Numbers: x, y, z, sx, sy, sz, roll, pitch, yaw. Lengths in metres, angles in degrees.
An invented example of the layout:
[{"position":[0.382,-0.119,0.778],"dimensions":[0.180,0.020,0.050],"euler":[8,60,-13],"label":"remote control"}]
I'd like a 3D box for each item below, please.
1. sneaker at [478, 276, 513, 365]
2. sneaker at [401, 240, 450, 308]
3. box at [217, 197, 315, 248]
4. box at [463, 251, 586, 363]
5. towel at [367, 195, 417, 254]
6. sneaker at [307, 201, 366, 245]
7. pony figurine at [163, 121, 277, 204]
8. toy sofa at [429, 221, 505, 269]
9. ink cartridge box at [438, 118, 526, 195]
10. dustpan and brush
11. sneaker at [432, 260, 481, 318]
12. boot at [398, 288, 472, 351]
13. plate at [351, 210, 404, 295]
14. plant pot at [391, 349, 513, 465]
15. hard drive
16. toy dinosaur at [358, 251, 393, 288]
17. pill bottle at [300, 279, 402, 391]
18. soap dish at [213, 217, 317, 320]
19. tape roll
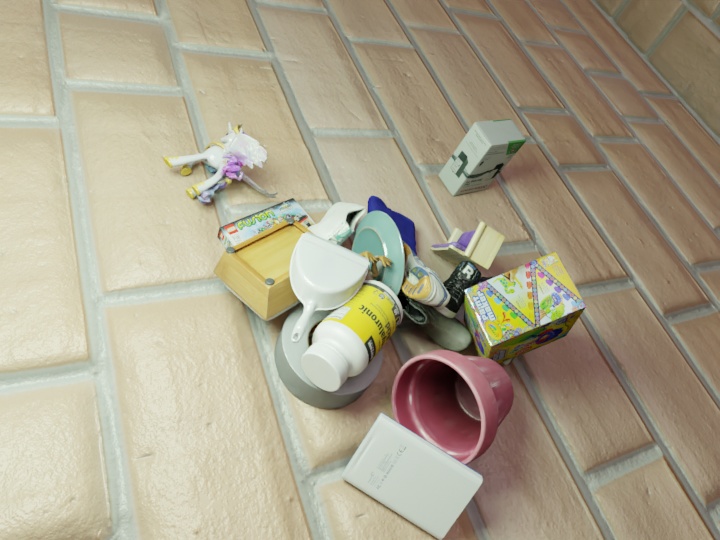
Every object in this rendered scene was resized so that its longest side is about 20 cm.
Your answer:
[{"position":[0.301,0.105,1.269],"dimensions":[0.145,0.077,0.204],"euler":[22,56,3],"label":"sneaker"},{"position":[0.110,0.013,1.129],"dimensions":[0.088,0.076,0.201],"euler":[29,18,-31],"label":"sneaker"},{"position":[-0.190,-0.077,1.191],"dimensions":[0.199,0.035,0.110],"euler":[-30,71,-39],"label":"box"},{"position":[0.316,0.086,1.124],"dimensions":[0.191,0.200,0.123],"euler":[-22,67,1],"label":"box"},{"position":[0.066,-0.061,1.277],"dimensions":[0.147,0.049,0.202],"euler":[30,42,-29],"label":"towel"},{"position":[-0.060,-0.075,1.189],"dimensions":[0.201,0.088,0.076],"euler":[-56,128,-27],"label":"sneaker"},{"position":[-0.285,-0.226,1.201],"dimensions":[0.199,0.167,0.193],"euler":[-39,68,-25],"label":"pony figurine"},{"position":[0.237,-0.061,1.276],"dimensions":[0.097,0.200,0.083],"euler":[31,87,-6],"label":"toy sofa"},{"position":[0.323,-0.301,1.507],"dimensions":[0.145,0.200,0.084],"euler":[-16,65,-33],"label":"ink cartridge box"},{"position":[-0.075,0.037,0.965],"dimensions":[0.138,0.058,0.201],"euler":[23,44,-1],"label":"dustpan and brush"},{"position":[0.202,0.030,1.189],"dimensions":[0.073,0.113,0.200],"euler":[36,12,10],"label":"sneaker"},{"position":[0.136,0.103,1.149],"dimensions":[0.199,0.068,0.131],"euler":[37,8,13],"label":"boot"},{"position":[0.023,-0.020,1.138],"dimensions":[0.025,0.201,0.202],"euler":[-1,55,-31],"label":"plate"},{"position":[0.187,0.240,1.039],"dimensions":[0.178,0.200,0.201],"euler":[-6,56,-47],"label":"plant pot"},{"position":[0.085,0.346,0.942],"dimensions":[0.199,0.133,0.025],"euler":[32,12,0],"label":"hard drive"},{"position":[0.000,0.000,1.077],"dimensions":[0.060,0.106,0.201],"euler":[-17,65,-48],"label":"toy dinosaur"},{"position":[-0.016,0.115,0.989],"dimensions":[0.111,0.112,0.200],"euler":[38,48,6],"label":"pill bottle"},{"position":[-0.151,-0.011,1.058],"dimensions":[0.157,0.082,0.199],"euler":[36,49,27],"label":"soap dish"},{"position":[-0.060,0.153,1.057],"dimensions":[0.198,0.066,0.202],"euler":[14,49,-17],"label":"tape roll"}]
